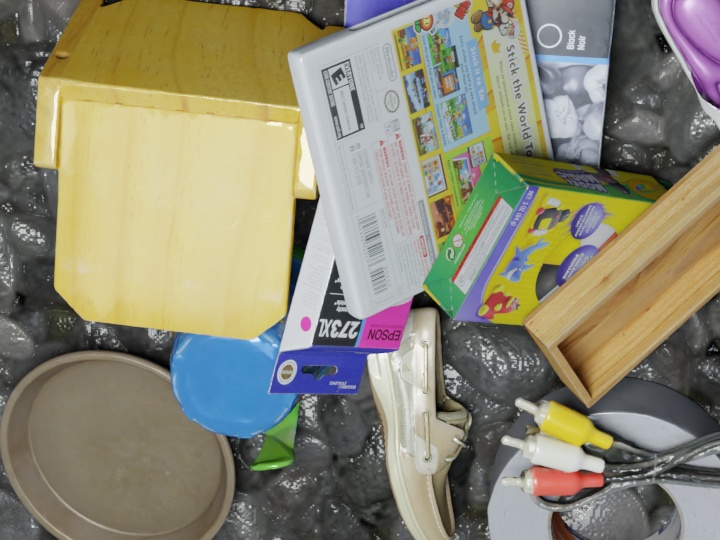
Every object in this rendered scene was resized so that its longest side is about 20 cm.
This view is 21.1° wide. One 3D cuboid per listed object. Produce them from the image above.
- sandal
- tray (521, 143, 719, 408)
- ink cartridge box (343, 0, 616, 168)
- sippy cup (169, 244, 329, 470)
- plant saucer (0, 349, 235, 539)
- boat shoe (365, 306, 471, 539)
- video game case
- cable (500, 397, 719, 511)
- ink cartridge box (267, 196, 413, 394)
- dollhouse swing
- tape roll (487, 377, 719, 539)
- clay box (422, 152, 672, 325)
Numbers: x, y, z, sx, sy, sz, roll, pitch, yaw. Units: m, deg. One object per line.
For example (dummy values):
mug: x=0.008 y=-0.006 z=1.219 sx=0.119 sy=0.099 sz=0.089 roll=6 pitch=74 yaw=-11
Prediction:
sandal: x=0.279 y=-0.132 z=1.390 sx=0.082 sy=0.050 sz=0.203 roll=-41 pitch=102 yaw=20
tray: x=0.214 y=0.002 z=1.396 sx=0.200 sy=0.037 sz=0.099 roll=-42 pitch=142 yaw=-3
ink cartridge box: x=0.082 y=-0.140 z=1.415 sx=0.200 sy=0.043 sz=0.198 roll=5 pitch=113 yaw=6
sippy cup: x=-0.086 y=0.058 z=1.467 sx=0.178 sy=0.130 sz=0.140 roll=42 pitch=110 yaw=-10
plant saucer: x=-0.193 y=0.148 z=1.558 sx=0.200 sy=0.029 sz=0.200 roll=6 pitch=117 yaw=12
boat shoe: x=0.053 y=0.125 z=1.511 sx=0.065 sy=0.072 sz=0.200 roll=-9 pitch=105 yaw=12
video game case: x=0.050 y=-0.089 z=1.346 sx=0.182 sy=0.023 sz=0.200 roll=-25 pitch=117 yaw=-23
cable: x=0.202 y=0.151 z=1.441 sx=0.200 sy=0.050 sz=0.097 roll=11 pitch=113 yaw=4
ink cartridge box: x=0.000 y=0.000 z=1.391 sx=0.037 sy=0.095 sz=0.200 roll=27 pitch=105 yaw=41
dollhouse swing: x=-0.121 y=-0.076 z=1.408 sx=0.200 sy=0.182 sz=0.176 roll=6 pitch=124 yaw=5
tape roll: x=0.200 y=0.187 z=1.519 sx=0.200 sy=0.066 sz=0.201 roll=2 pitch=111 yaw=6
clay box: x=0.150 y=-0.016 z=1.391 sx=0.200 sy=0.048 sz=0.115 roll=5 pitch=122 yaw=-42
